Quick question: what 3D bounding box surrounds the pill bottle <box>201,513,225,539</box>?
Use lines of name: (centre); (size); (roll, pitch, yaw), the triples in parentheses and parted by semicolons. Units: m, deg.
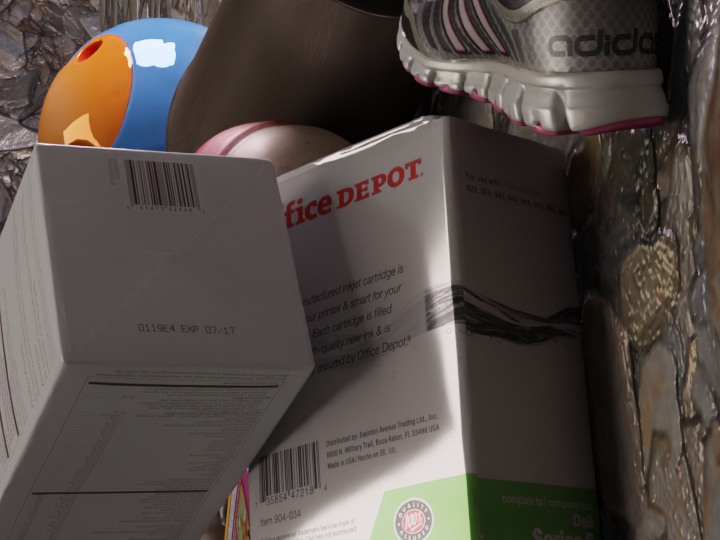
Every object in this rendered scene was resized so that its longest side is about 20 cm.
pill bottle: (-0.115, 0.141, 1.422); (0.200, 0.115, 0.116); (-65, -12, -50)

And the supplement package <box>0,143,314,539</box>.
supplement package: (-0.113, 0.048, 0.877); (0.200, 0.113, 0.110); (124, 141, -49)

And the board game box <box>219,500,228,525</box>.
board game box: (-0.054, 0.048, 1.306); (0.200, 0.096, 0.161); (-112, 24, -59)

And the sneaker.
sneaker: (0.070, -0.113, 0.793); (0.200, 0.073, 0.088); (-139, 50, -68)

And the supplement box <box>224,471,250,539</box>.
supplement box: (-0.019, 0.200, 1.131); (0.201, 0.102, 0.132); (-105, 20, -53)

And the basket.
basket: (-0.017, -0.129, 1.056); (0.181, 0.135, 0.200); (-65, 4, -33)

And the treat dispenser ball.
treat dispenser ball: (-0.160, -0.102, 1.558); (0.201, 0.199, 0.203); (180, 90, -78)

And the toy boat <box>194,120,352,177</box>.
toy boat: (-0.045, 0.015, 1.017); (0.201, 0.130, 0.131); (62, -139, -38)

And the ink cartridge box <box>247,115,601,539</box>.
ink cartridge box: (0.022, 0.050, 0.856); (0.145, 0.084, 0.202); (-19, 68, 44)
